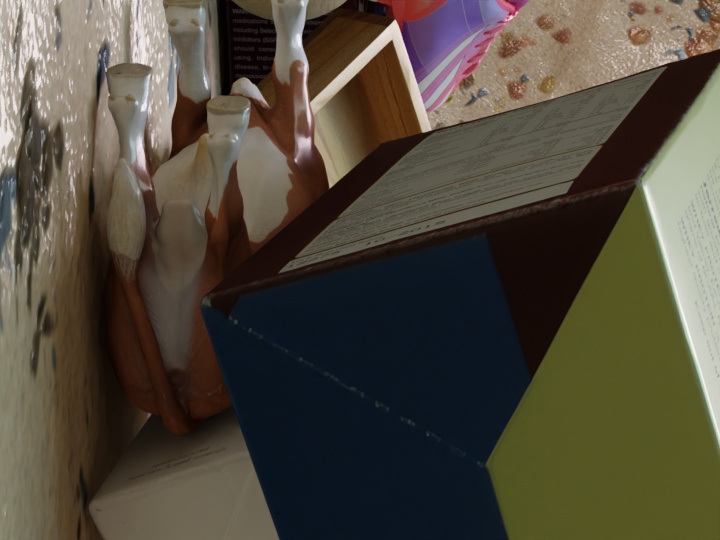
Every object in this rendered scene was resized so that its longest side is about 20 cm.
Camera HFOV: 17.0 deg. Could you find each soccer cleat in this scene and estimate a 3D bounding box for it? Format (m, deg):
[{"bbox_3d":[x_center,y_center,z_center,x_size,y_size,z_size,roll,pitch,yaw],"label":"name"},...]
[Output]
[{"bbox_3d":[0.043,-0.117,1.069,0.200,0.076,0.067,79,14,-73],"label":"soccer cleat"}]

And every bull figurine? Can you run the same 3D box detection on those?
[{"bbox_3d":[-0.045,-0.026,0.807,0.200,0.065,0.122,-81,169,-64],"label":"bull figurine"}]

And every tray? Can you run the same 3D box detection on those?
[{"bbox_3d":[0.000,0.000,1.024,0.099,0.037,0.200,-46,133,-31],"label":"tray"}]

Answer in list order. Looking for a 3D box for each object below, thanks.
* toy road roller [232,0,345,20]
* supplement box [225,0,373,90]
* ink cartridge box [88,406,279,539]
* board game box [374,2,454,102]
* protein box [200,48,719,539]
[{"bbox_3d":[0.011,-0.202,0.929,0.123,0.145,0.201,66,27,-81],"label":"toy road roller"},{"bbox_3d":[-0.025,-0.101,1.087,0.109,0.061,0.201,-83,173,-55],"label":"supplement box"},{"bbox_3d":[-0.013,0.075,0.836,0.117,0.067,0.200,65,21,-15],"label":"ink cartridge box"},{"bbox_3d":[0.012,-0.207,1.218,0.165,0.056,0.201,102,-20,-65],"label":"board game box"},{"bbox_3d":[0.069,0.057,0.760,0.200,0.135,0.199,-45,119,-67],"label":"protein box"}]
